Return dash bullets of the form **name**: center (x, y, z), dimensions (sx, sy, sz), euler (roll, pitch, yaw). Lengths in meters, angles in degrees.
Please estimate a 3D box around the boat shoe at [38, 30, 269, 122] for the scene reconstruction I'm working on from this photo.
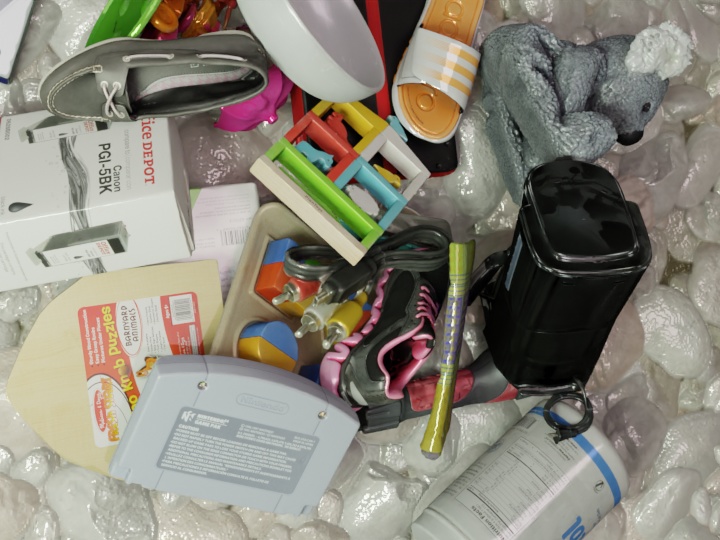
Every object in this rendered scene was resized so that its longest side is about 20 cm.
- **boat shoe**: center (-0.174, -0.163, 0.964), dimensions (0.198, 0.057, 0.067), euler (-14, 133, -14)

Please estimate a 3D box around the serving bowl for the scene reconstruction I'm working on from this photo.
- **serving bowl**: center (-0.060, -0.237, 1.056), dimensions (0.066, 0.200, 0.201), euler (-32, 98, 20)

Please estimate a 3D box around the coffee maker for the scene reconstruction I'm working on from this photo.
- **coffee maker**: center (0.203, 0.024, 1.080), dimensions (0.134, 0.201, 0.193), euler (-24, 61, -21)

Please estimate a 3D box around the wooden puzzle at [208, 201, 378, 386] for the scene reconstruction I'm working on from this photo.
- **wooden puzzle**: center (-0.054, 0.063, 1.067), dimensions (0.185, 0.046, 0.201), euler (40, 57, -39)

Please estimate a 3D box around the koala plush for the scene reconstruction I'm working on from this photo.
- **koala plush**: center (0.240, -0.190, 1.177), dimensions (0.198, 0.177, 0.185), euler (-19, 81, -14)

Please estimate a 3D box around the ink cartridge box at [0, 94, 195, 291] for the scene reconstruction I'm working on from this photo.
- **ink cartridge box**: center (-0.255, -0.072, 0.990), dimensions (0.198, 0.083, 0.148), euler (-11, 48, -4)

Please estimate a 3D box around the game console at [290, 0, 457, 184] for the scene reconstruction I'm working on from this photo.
- **game console**: center (0.011, -0.194, 1.176), dimensions (0.175, 0.031, 0.202), euler (-6, 89, -23)

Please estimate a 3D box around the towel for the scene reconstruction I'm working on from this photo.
- **towel**: center (0.083, 0.071, 1.054), dimensions (0.023, 0.144, 0.202), euler (8, 94, 8)

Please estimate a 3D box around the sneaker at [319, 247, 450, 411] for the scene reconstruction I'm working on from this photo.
- **sneaker**: center (0.047, 0.056, 1.071), dimensions (0.079, 0.095, 0.201), euler (50, 55, -25)

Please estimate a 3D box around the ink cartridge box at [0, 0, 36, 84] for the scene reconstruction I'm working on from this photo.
- **ink cartridge box**: center (-0.393, -0.299, 1.039), dimensions (0.198, 0.041, 0.202), euler (16, 82, -17)

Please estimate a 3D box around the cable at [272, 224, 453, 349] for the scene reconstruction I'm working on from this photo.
- **cable**: center (0.000, 0.000, 1.058), dimensions (0.097, 0.051, 0.199), euler (41, 43, 20)

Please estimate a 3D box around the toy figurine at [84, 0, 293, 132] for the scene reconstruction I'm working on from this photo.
- **toy figurine**: center (-0.147, -0.219, 1.084), dimensions (0.183, 0.150, 0.201), euler (33, 38, -30)

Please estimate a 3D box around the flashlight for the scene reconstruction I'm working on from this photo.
- **flashlight**: center (0.090, 0.117, 1.159), dimensions (0.198, 0.068, 0.068), euler (-10, 91, -19)

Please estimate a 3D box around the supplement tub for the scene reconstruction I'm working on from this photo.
- **supplement tub**: center (0.164, 0.240, 1.143), dimensions (0.200, 0.132, 0.132), euler (-40, 99, -15)

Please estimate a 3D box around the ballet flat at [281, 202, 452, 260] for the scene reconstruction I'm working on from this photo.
- **ballet flat**: center (0.004, -0.048, 1.152), dimensions (0.198, 0.067, 0.064), euler (16, 55, -17)

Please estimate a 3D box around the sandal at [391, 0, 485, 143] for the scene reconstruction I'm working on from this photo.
- **sandal**: center (0.088, -0.236, 1.155), dimensions (0.078, 0.059, 0.209), euler (16, 77, -9)

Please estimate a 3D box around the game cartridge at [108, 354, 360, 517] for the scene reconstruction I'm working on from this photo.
- **game cartridge**: center (-0.106, 0.144, 0.992), dimensions (0.199, 0.041, 0.134), euler (18, 114, -27)

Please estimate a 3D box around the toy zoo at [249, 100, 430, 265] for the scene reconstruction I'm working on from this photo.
- **toy zoo**: center (-0.008, -0.102, 1.085), dimensions (0.131, 0.020, 0.200), euler (42, 40, -3)

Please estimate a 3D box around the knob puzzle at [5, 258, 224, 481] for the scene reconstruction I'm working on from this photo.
- **knob puzzle**: center (-0.217, 0.091, 1.011), dimensions (0.217, 0.030, 0.222), euler (0, 91, -17)

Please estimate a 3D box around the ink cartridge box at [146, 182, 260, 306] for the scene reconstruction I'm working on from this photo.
- **ink cartridge box**: center (-0.148, 0.023, 1.086), dimensions (0.116, 0.067, 0.202), euler (-7, 89, -17)
